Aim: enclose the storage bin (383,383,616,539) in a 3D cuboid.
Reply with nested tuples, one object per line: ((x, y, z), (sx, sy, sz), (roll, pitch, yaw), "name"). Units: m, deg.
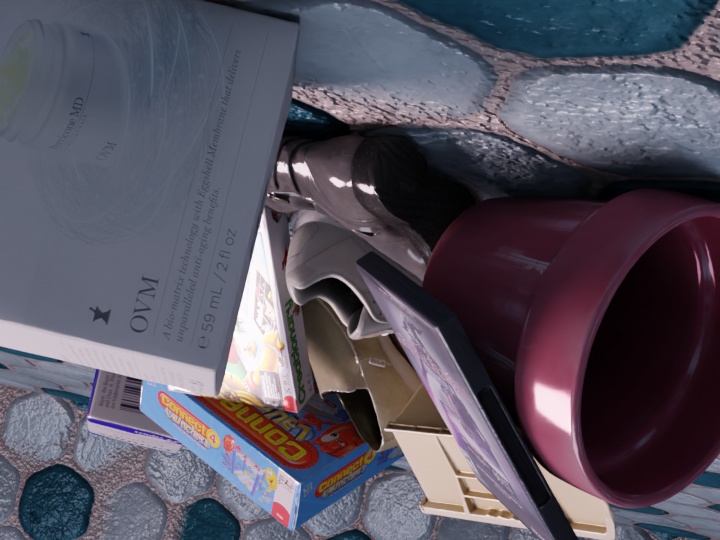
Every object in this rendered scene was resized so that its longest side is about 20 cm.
((0.156, 0.097, 1.102), (0.198, 0.200, 0.094), (1, 129, 43), "storage bin")

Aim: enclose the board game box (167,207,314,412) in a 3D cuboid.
((-0.110, 0.012, 1.116), (0.126, 0.201, 0.035), (6, -150, 26), "board game box")

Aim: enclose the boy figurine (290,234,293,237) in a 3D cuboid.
((-0.075, 0.022, 1.260), (0.064, 0.125, 0.200), (30, -161, 22), "boy figurine")

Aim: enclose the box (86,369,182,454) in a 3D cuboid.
((-0.220, 0.088, 1.487), (0.104, 0.185, 0.200), (13, 167, -7), "box")

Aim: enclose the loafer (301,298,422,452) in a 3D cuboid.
((-0.013, 0.071, 1.177), (0.200, 0.068, 0.076), (50, 151, -11), "loafer")

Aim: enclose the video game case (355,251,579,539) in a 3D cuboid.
((0.071, 0.089, 0.925), (0.201, 0.019, 0.143), (59, 171, -24), "video game case")

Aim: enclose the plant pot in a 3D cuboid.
((0.144, 0.032, 0.940), (0.200, 0.201, 0.179), (25, 178, -44), "plant pot")

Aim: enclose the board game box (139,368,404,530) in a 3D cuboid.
((-0.061, 0.118, 1.278), (0.200, 0.056, 0.195), (32, -141, 28), "board game box")

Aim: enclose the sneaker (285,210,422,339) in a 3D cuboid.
((0.030, 0.024, 1.077), (0.199, 0.092, 0.076), (22, 146, -10), "sneaker")

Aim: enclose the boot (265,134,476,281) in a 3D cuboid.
((0.001, -0.046, 1.005), (0.131, 0.070, 0.200), (8, 155, 32), "boot")

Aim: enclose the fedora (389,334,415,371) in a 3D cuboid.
((0.095, 0.070, 1.276), (0.200, 0.082, 0.201), (38, -173, -5), "fedora")

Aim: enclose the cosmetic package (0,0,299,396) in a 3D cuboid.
((-0.153, -0.053, 0.798), (0.199, 0.201, 0.123), (13, 168, -2), "cosmetic package")
